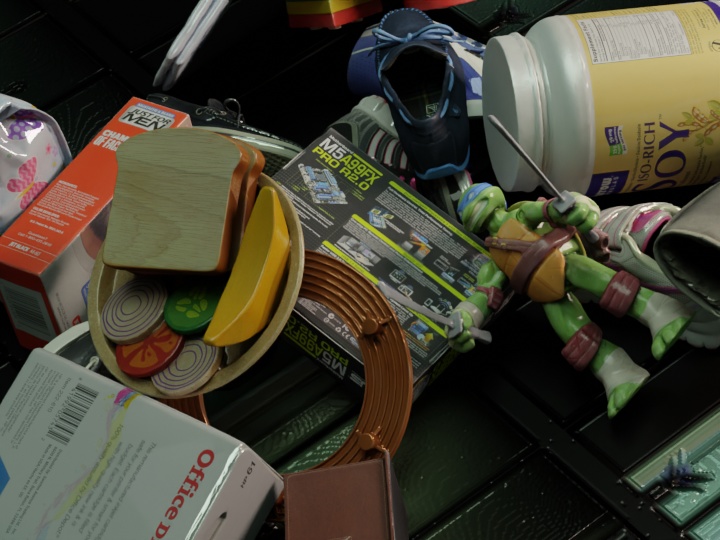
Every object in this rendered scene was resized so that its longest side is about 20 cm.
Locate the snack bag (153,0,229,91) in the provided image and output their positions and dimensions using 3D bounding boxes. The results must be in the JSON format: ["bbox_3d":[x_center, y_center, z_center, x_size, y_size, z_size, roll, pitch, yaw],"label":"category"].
[{"bbox_3d":[-0.116,-0.249,1.693,0.021,0.189,0.200,35,84,-6],"label":"snack bag"}]

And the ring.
[{"bbox_3d":[-0.059,0.083,1.411,0.200,0.019,0.201,-3,82,20],"label":"ring"}]

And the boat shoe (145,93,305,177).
[{"bbox_3d":[-0.121,-0.113,1.662,0.199,0.075,0.062,13,56,30],"label":"boat shoe"}]

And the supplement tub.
[{"bbox_3d":[0.206,-0.134,1.536,0.199,0.146,0.146,-7,44,-8],"label":"supplement tub"}]

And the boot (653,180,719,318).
[{"bbox_3d":[0.315,-0.016,1.399,0.181,0.073,0.200,26,28,9],"label":"boot"}]

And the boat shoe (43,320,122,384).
[{"bbox_3d":[-0.169,0.046,1.516,0.200,0.074,0.060,-38,50,-19],"label":"boat shoe"}]

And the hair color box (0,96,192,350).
[{"bbox_3d":[-0.207,-0.033,1.575,0.064,0.111,0.200,18,53,27],"label":"hair color box"}]

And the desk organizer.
[{"bbox_3d":[-0.006,0.226,1.304,0.077,0.072,0.200,-10,45,6],"label":"desk organizer"}]

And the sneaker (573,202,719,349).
[{"bbox_3d":[0.210,-0.019,1.482,0.199,0.088,0.081,21,54,30],"label":"sneaker"}]

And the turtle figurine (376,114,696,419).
[{"bbox_3d":[0.128,0.016,1.391,0.194,0.200,0.144,39,89,11],"label":"turtle figurine"}]

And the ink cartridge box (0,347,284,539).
[{"bbox_3d":[-0.175,0.162,1.370,0.200,0.085,0.145,21,74,31],"label":"ink cartridge box"}]

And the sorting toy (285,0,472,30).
[{"bbox_3d":[0.017,-0.262,1.724,0.199,0.070,0.199,-10,12,3],"label":"sorting toy"}]

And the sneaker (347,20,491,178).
[{"bbox_3d":[0.070,-0.142,1.640,0.199,0.081,0.115,14,49,23],"label":"sneaker"}]

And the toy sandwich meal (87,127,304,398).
[{"bbox_3d":[-0.129,-0.008,1.408,0.204,0.070,0.206,-11,64,24],"label":"toy sandwich meal"}]

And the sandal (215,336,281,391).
[{"bbox_3d":[-0.067,0.013,1.522,0.200,0.075,0.045,-48,10,-33],"label":"sandal"}]

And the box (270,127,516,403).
[{"bbox_3d":[0.000,0.000,1.488,0.200,0.044,0.160,37,55,14],"label":"box"}]

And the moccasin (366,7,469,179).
[{"bbox_3d":[0.053,-0.159,1.564,0.080,0.068,0.200,-20,42,0],"label":"moccasin"}]

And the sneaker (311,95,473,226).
[{"bbox_3d":[0.026,-0.072,1.589,0.087,0.074,0.200,-30,42,-17],"label":"sneaker"}]

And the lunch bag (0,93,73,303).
[{"bbox_3d":[-0.328,-0.077,1.582,0.169,0.200,0.127,18,52,27],"label":"lunch bag"}]
